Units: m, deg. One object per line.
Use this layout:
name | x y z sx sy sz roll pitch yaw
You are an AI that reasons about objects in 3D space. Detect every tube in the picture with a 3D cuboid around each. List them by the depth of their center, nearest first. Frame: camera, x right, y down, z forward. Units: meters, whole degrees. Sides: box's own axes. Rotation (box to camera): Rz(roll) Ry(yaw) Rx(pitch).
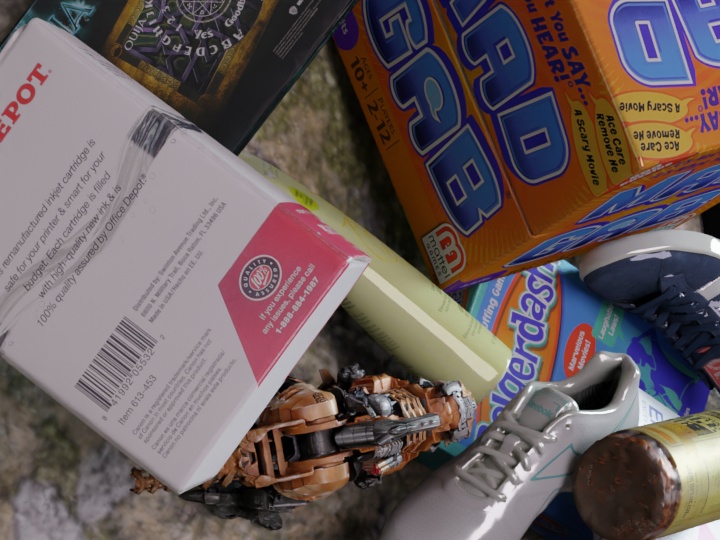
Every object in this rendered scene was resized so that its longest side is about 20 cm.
tube | 0.000 0.000 1.275 0.200 0.058 0.052 42 55 -11

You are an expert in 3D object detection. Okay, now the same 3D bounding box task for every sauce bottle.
sauce bottle | 0.196 0.114 1.299 0.200 0.066 0.066 -5 87 -56

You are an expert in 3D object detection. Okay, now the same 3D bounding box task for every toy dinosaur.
toy dinosaur | -0.035 0.087 1.221 0.200 0.136 0.103 15 77 -34

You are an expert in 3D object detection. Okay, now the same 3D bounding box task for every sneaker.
sneaker | 0.084 0.106 1.258 0.200 0.070 0.080 -33 146 -35
sneaker | 0.217 0.036 1.393 0.200 0.075 0.085 17 60 -35

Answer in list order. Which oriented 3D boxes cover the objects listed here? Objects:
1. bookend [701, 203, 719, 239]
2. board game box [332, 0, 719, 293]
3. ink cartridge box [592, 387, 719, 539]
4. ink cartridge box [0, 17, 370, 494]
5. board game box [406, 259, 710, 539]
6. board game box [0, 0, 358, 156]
bookend | 0.325 -0.098 1.530 0.198 0.092 0.201 -8 91 -37
board game box | 0.134 -0.130 1.302 0.199 0.200 0.201 -15 78 -37
ink cartridge box | 0.218 0.194 1.352 0.200 0.043 0.197 32 42 -30
ink cartridge box | -0.119 -0.008 1.119 0.200 0.084 0.145 37 95 6
board game box | 0.122 0.082 1.392 0.200 0.045 0.153 32 67 -29
board game box | -0.100 -0.123 1.174 0.135 0.028 0.200 39 95 1
